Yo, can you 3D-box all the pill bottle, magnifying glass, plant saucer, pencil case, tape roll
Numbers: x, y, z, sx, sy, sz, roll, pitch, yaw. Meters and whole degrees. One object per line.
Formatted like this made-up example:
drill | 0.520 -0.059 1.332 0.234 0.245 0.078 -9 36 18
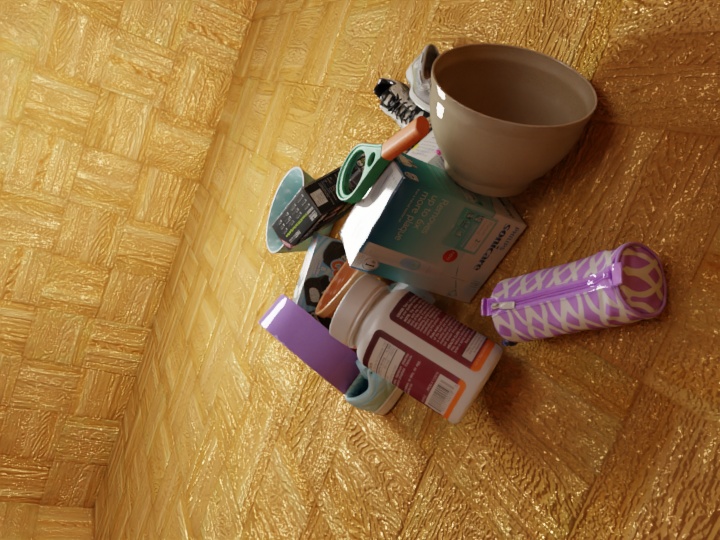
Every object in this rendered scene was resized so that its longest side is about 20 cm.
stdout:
pill bottle | 0.068 0.095 0.790 0.114 0.200 0.114 -53 -15 -21
magnifying glass | 0.022 -0.142 0.783 0.200 0.022 0.080 -22 56 57
plant saucer | 0.000 0.000 1.007 0.200 0.037 0.200 -51 8 10
pencil case | 0.225 0.027 0.674 0.200 0.085 0.084 -25 52 55
tape roll | -0.078 0.128 1.060 0.066 0.200 0.200 -50 26 -8

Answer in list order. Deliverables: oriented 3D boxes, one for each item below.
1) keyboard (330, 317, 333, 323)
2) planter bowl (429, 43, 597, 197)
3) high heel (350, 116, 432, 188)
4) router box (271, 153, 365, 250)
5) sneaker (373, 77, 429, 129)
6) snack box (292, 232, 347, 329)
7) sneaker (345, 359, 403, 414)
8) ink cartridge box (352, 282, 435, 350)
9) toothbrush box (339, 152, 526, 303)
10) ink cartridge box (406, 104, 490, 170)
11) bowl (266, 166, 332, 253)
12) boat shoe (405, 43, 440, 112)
keyboard | 0.003 0.027 1.075 0.127 0.021 0.200 -46 9 39
planter bowl | 0.178 -0.180 0.787 0.135 0.200 0.200 97 165 -44
high heel | 0.097 -0.158 1.034 0.200 0.143 0.071 -36 17 21
router box | -0.067 -0.124 1.158 0.062 0.150 0.200 55 151 0
sneaker | 0.076 -0.289 1.127 0.076 0.088 0.200 -59 32 24
snack box | -0.062 0.039 1.179 0.037 0.116 0.200 27 100 66
sneaker | 0.040 0.143 0.964 0.200 0.082 0.074 -64 29 19
ink cartridge box | 0.030 0.073 0.966 0.109 0.050 0.200 -45 7 -16
toothbrush box | 0.095 -0.055 0.838 0.147 0.200 0.085 -57 31 28
ink cartridge box | 0.119 -0.161 0.929 0.200 0.067 0.116 -43 20 1
bowl | -0.128 -0.123 1.406 0.201 0.105 0.201 -38 44 48
boat shoe | 0.127 -0.323 1.066 0.202 0.074 0.065 -97 30 -49
